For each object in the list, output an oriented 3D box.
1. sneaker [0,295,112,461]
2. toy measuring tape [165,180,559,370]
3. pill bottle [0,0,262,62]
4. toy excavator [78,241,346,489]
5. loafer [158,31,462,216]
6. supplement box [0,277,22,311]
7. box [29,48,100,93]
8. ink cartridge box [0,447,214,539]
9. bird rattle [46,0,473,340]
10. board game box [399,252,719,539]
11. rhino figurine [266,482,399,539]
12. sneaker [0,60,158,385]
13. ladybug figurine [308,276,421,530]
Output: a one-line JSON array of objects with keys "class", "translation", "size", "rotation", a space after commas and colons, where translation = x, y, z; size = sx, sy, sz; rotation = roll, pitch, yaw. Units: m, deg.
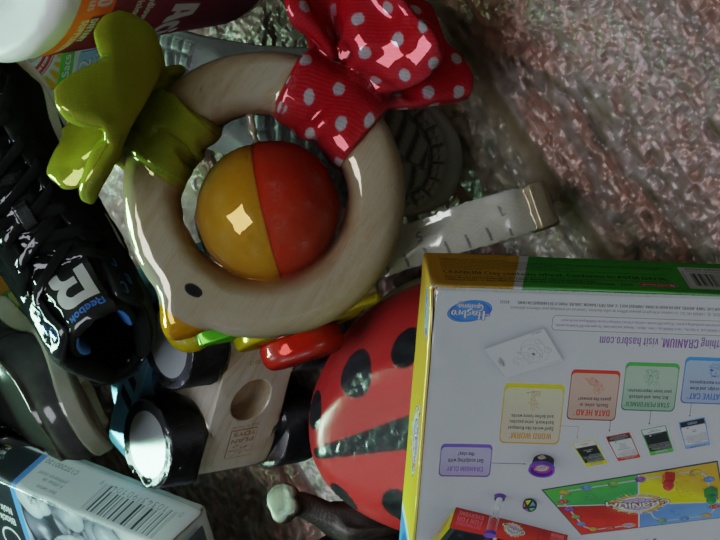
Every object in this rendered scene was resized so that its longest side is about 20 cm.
[{"class": "sneaker", "translation": [-0.204, 0.079, 1.082], "size": [0.075, 0.106, 0.200], "rotation": [66, 163, -17]}, {"class": "toy measuring tape", "translation": [0.000, 0.000, 0.976], "size": [0.199, 0.074, 0.074], "rotation": [-19, 90, 9]}, {"class": "pill bottle", "translation": [-0.105, -0.168, 0.965], "size": [0.114, 0.199, 0.115], "rotation": [14, 112, 38]}, {"class": "toy excavator", "translation": [-0.114, 0.047, 1.125], "size": [0.200, 0.099, 0.196], "rotation": [44, 130, 41]}, {"class": "loafer", "translation": [-0.034, -0.081, 1.025], "size": [0.199, 0.070, 0.076], "rotation": [21, 101, 21]}, {"class": "supplement box", "translation": [-0.228, 0.054, 1.233], "size": [0.068, 0.066, 0.202], "rotation": [15, 113, 38]}, {"class": "box", "translation": [-0.182, -0.200, 1.086], "size": [0.101, 0.112, 0.201], "rotation": [33, 123, 31]}, {"class": "ink cartridge box", "translation": [-0.144, 0.197, 1.174], "size": [0.197, 0.043, 0.201], "rotation": [15, 132, 39]}, {"class": "bird rattle", "translation": [-0.042, -0.052, 0.928], "size": [0.113, 0.198, 0.164], "rotation": [164, 95, -78]}, {"class": "board game box", "translation": [0.095, 0.095, 0.910], "size": [0.040, 0.152, 0.202], "rotation": [-103, 17, -69]}, {"class": "rhino figurine", "translation": [0.024, 0.190, 1.014], "size": [0.060, 0.087, 0.200], "rotation": [-53, 52, 20]}, {"class": "sneaker", "translation": [-0.151, -0.026, 0.965], "size": [0.200, 0.073, 0.112], "rotation": [58, 177, -42]}, {"class": "ladybug figurine", "translation": [0.042, 0.071, 0.992], "size": [0.199, 0.072, 0.137], "rotation": [-23, 87, 43]}]
